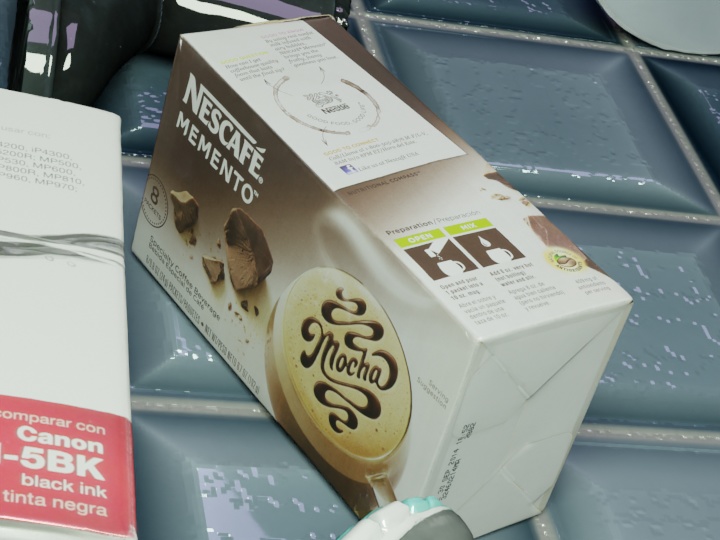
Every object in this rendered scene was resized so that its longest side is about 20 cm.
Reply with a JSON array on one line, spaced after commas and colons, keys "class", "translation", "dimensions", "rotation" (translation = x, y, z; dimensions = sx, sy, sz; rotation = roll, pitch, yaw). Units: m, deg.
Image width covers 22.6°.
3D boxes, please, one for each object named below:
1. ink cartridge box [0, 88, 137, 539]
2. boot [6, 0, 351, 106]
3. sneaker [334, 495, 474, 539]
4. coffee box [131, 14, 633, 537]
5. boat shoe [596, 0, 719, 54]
[{"class": "ink cartridge box", "translation": [-0.122, 0.055, 0.550], "dimensions": [0.083, 0.147, 0.200], "rotation": [8, 37, -15]}, {"class": "boot", "translation": [-0.085, -0.119, 0.874], "dimensions": [0.162, 0.073, 0.198], "rotation": [12, 35, -14]}, {"class": "sneaker", "translation": [-0.008, 0.149, 0.553], "dimensions": [0.091, 0.078, 0.200], "rotation": [41, 42, 6]}, {"class": "coffee box", "translation": [0.000, 0.000, 0.707], "dimensions": [0.080, 0.113, 0.200], "rotation": [-13, 46, -36]}, {"class": "boat shoe", "translation": [0.219, -0.172, 1.077], "dimensions": [0.200, 0.070, 0.066], "rotation": [3, 30, -20]}]
